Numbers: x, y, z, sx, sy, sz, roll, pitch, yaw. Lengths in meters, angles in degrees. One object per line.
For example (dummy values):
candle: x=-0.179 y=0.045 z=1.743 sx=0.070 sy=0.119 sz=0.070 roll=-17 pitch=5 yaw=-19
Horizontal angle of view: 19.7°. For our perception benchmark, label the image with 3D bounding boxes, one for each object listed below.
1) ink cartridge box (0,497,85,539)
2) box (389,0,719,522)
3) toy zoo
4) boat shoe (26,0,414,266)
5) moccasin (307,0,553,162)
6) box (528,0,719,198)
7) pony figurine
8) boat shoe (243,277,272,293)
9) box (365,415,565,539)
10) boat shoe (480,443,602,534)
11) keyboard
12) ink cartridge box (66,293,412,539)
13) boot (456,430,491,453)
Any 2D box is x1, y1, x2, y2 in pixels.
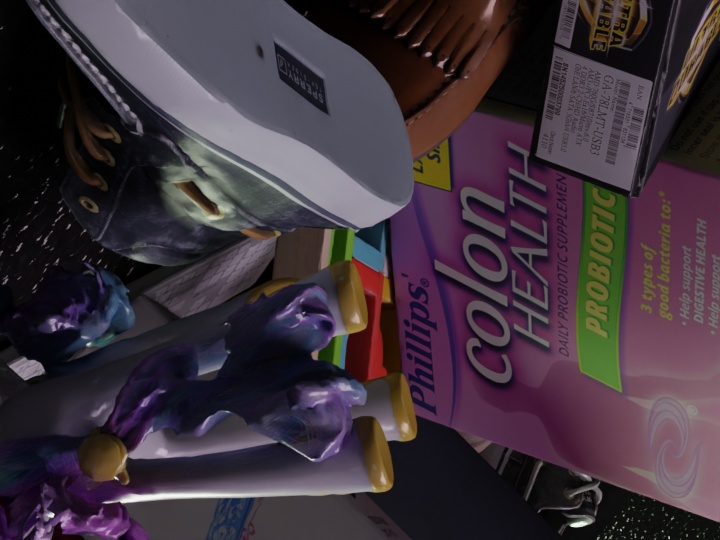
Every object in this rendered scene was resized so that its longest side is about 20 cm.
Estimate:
ink cartridge box: x=-0.174 y=0.181 z=0.860 sx=0.200 sy=0.084 sz=0.176 roll=-46 pitch=166 yaw=-6
box: x=0.119 y=-0.005 z=0.859 sx=0.097 sy=0.199 sz=0.177 roll=-45 pitch=142 yaw=-40
toy zoo: x=0.000 y=0.000 z=0.871 sx=0.200 sy=0.020 sz=0.132 roll=31 pitch=64 yaw=-75
boat shoe: x=-0.064 y=-0.051 z=0.608 sx=0.091 sy=0.071 sz=0.200 roll=-18 pitch=153 yaw=21
moccasin: x=0.041 y=-0.110 z=0.737 sx=0.201 sy=0.074 sz=0.078 roll=-42 pitch=162 yaw=-22
box: x=0.130 y=-0.160 z=0.747 sx=0.200 sy=0.050 sz=0.199 roll=-52 pitch=159 yaw=-45
pony figurine: x=-0.091 y=0.054 z=0.610 sx=0.199 sy=0.167 sz=0.193 roll=-13 pitch=-177 yaw=6
boat shoe: x=-0.063 y=0.093 z=0.979 sx=0.072 sy=0.068 sz=0.200 roll=-31 pitch=158 yaw=-48
box: x=0.016 y=0.192 z=1.038 sx=0.200 sy=0.197 sz=0.118 roll=-32 pitch=-164 yaw=51
boat shoe: x=0.100 y=0.123 z=1.141 sx=0.201 sy=0.071 sz=0.072 roll=-64 pitch=150 yaw=-3
keyboard: x=-0.093 y=0.022 z=0.828 sx=0.200 sy=0.011 sz=0.056 roll=-30 pitch=158 yaw=-48
ink cartridge box: x=-0.036 y=0.112 z=0.831 sx=0.084 sy=0.200 sz=0.145 roll=-46 pitch=169 yaw=-2
boot: x=0.079 y=0.036 z=1.089 sx=0.146 sy=0.070 sz=0.200 roll=-47 pitch=173 yaw=39
